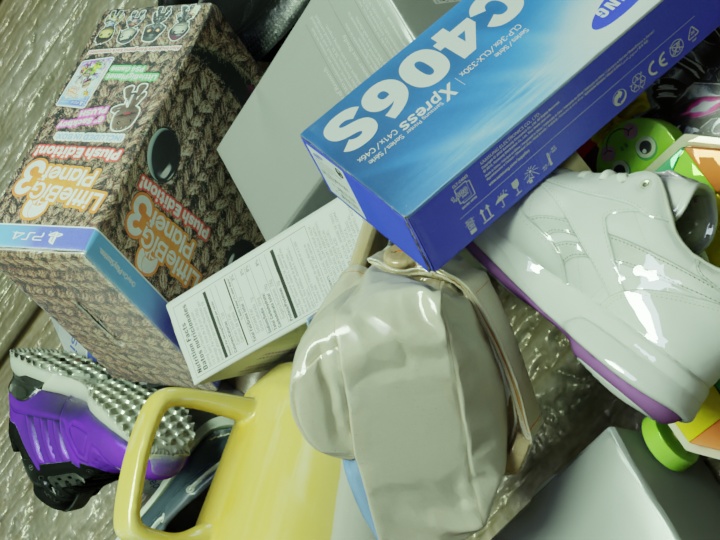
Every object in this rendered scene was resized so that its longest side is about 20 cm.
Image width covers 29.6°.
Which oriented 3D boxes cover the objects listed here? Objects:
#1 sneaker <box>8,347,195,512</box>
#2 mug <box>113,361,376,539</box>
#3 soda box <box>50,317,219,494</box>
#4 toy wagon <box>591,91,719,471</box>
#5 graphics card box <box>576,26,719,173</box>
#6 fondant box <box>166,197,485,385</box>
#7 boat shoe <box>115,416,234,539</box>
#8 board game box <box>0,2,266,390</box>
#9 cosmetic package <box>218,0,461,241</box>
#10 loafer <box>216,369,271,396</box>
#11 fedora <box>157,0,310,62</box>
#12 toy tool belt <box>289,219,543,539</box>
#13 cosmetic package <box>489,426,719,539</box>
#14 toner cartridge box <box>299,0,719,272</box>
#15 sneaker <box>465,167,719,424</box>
[{"bbox_3d":[-0.186,0.125,0.951,0.199,0.069,0.101,20,100,48],"label":"sneaker"},{"bbox_3d":[-0.035,0.135,0.822,0.148,0.186,0.155,3,71,28],"label":"mug"},{"bbox_3d":[-0.170,0.076,1.038,0.064,0.068,0.201,-50,49,22],"label":"soda box"},{"bbox_3d":[0.170,-0.003,0.671,0.155,0.039,0.201,-44,67,31],"label":"toy wagon"},{"bbox_3d":[0.185,-0.075,0.716,0.125,0.051,0.201,-44,67,26],"label":"graphics card box"},{"bbox_3d":[0.000,0.000,0.834,0.199,0.144,0.059,-28,78,35],"label":"fondant box"},{"bbox_3d":[-0.125,0.199,0.954,0.201,0.075,0.062,-55,24,8],"label":"boat shoe"},{"bbox_3d":[-0.133,-0.049,0.913,0.096,0.160,0.201,3,58,33],"label":"board game box"},{"bbox_3d":[0.006,-0.106,0.825,0.091,0.106,0.200,59,140,20],"label":"cosmetic package"},{"bbox_3d":[-0.101,0.041,0.987,0.200,0.073,0.071,36,94,38],"label":"loafer"},{"bbox_3d":[-0.059,-0.220,0.993,0.199,0.091,0.203,-14,69,41],"label":"fedora"},{"bbox_3d":[0.031,0.078,0.704,0.124,0.202,0.123,-13,25,6],"label":"toy tool belt"},{"bbox_3d":[0.158,0.188,0.676,0.107,0.090,0.201,-47,49,28],"label":"cosmetic package"},{"bbox_3d":[0.075,-0.096,0.666,0.200,0.043,0.095,-41,46,-10],"label":"toner cartridge box"},{"bbox_3d":[0.114,-0.016,0.658,0.100,0.075,0.200,-50,52,7],"label":"sneaker"}]
